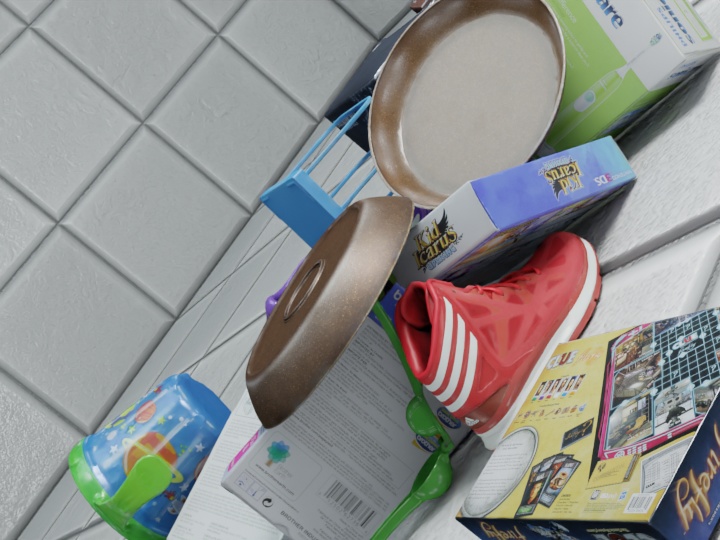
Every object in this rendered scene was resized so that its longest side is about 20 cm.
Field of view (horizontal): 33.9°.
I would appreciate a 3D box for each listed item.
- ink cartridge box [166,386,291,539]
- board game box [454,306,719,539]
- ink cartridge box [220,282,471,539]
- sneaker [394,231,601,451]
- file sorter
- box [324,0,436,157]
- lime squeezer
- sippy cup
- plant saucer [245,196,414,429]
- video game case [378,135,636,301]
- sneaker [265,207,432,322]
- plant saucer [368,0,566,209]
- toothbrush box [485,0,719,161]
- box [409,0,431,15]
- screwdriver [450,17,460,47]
[{"bbox_3d":[-0.069,0.167,1.019,0.162,0.050,0.201,1,56,52],"label":"ink cartridge box"},{"bbox_3d":[0.140,0.090,0.646,0.136,0.035,0.200,-55,12,-21],"label":"board game box"},{"bbox_3d":[0.004,0.117,0.884,0.200,0.119,0.042,-49,8,9],"label":"ink cartridge box"},{"bbox_3d":[0.097,0.018,0.840,0.078,0.115,0.201,-38,18,44],"label":"sneaker"},{"bbox_3d":[0.025,-0.054,1.170,0.123,0.200,0.139,-49,10,-15],"label":"file sorter"},{"bbox_3d":[0.090,-0.156,1.227,0.118,0.200,0.197,-52,10,-13],"label":"box"},{"bbox_3d":[0.032,0.118,0.837,0.038,0.070,0.202,-18,-68,-76],"label":"lime squeezer"},{"bbox_3d":[-0.185,0.174,1.126,0.130,0.140,0.178,-45,39,4],"label":"sippy cup"},{"bbox_3d":[-0.030,0.022,0.875,0.201,0.034,0.200,-53,11,15],"label":"plant saucer"},{"bbox_3d":[0.099,-0.027,0.945,0.199,0.046,0.181,-20,-13,-46],"label":"video game case"},{"bbox_3d":[0.000,0.000,1.022,0.200,0.080,0.084,-40,-35,-24],"label":"sneaker"},{"bbox_3d":[0.091,-0.143,0.987,0.199,0.032,0.202,-17,63,36],"label":"plant saucer"},{"bbox_3d":[0.185,-0.184,1.031,0.086,0.146,0.200,-23,-15,-48],"label":"toothbrush box"},{"bbox_3d":[0.152,-0.239,1.247,0.075,0.200,0.100,-48,11,6],"label":"box"},{"bbox_3d":[0.095,-0.148,1.035,0.029,0.202,0.028,-18,-7,1],"label":"screwdriver"}]
